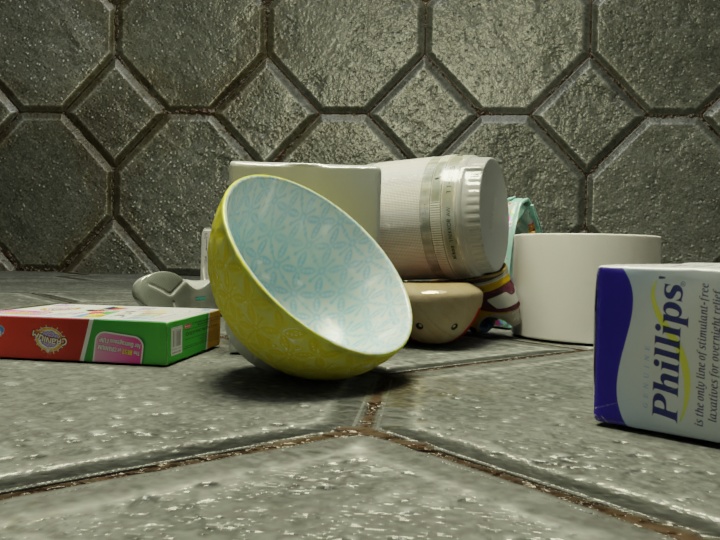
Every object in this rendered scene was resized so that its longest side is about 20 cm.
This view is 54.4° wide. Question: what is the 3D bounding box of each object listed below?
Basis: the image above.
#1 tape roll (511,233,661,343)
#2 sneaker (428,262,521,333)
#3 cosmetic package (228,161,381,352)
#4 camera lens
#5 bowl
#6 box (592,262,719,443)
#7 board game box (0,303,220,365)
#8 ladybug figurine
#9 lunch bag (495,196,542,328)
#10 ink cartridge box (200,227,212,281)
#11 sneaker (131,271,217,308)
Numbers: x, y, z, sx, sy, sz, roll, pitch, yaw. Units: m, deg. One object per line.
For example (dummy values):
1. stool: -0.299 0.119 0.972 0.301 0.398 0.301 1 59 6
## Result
1. tape roll: 0.311 0.022 0.977 0.198 0.143 0.203 2 1 0
2. sneaker: 0.147 0.050 1.011 0.074 0.092 0.199 -24 5 -28
3. cosmetic package: -0.061 -0.017 0.811 0.161 0.205 0.165 2 3 -1
4. camera lens: 0.086 -0.069 0.943 0.196 0.164 0.159 -2 0 27
5. bowl: -0.061 0.025 0.621 0.198 0.202 0.108 0 -40 -52
6. box: 0.283 0.050 0.465 0.197 0.107 0.182 4 3 42
7. board game box: -0.264 0.063 0.732 0.195 0.041 0.153 2 1 8
8. ladybug figurine: 0.088 0.051 0.894 0.133 0.074 0.200 0 0 2
9. lunch bag: 0.207 -0.016 1.146 0.120 0.205 0.169 0 1 -42
10. ink cartridge box: -0.189 -0.002 1.300 0.197 0.148 0.083 1 1 -36
11. sneaker: -0.293 0.046 1.121 0.079 0.072 0.199 -8 -10 29
